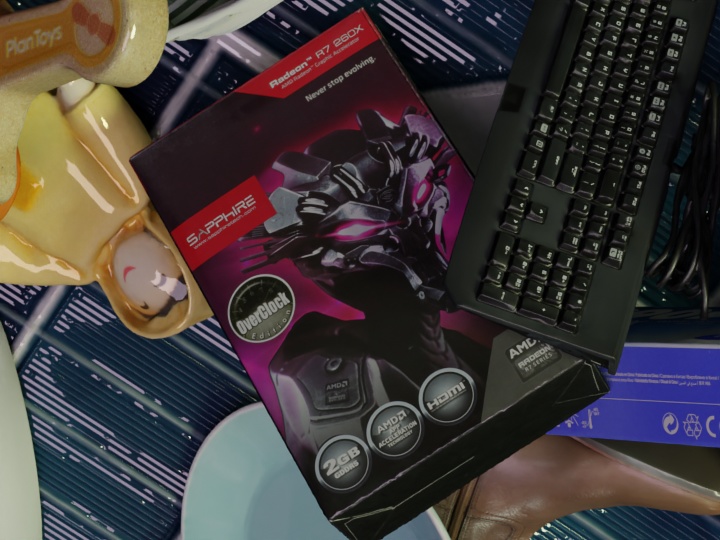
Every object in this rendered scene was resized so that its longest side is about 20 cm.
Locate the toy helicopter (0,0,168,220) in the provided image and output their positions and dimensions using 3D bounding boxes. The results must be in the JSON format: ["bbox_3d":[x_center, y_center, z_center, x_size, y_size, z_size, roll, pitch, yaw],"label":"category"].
[{"bbox_3d":[-0.143,-0.094,0.840,0.200,0.079,0.133,-9,79,46],"label":"toy helicopter"}]

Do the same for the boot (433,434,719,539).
[{"bbox_3d":[0.080,0.147,1.007,0.186,0.064,0.200,19,116,16],"label":"boot"}]

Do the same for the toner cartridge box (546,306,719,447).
[{"bbox_3d":[0.142,0.042,0.868,0.200,0.095,0.043,-1,98,53],"label":"toner cartridge box"}]

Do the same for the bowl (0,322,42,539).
[{"bbox_3d":[-0.269,0.099,1.049,0.199,0.075,0.200,-1,114,11],"label":"bowl"}]

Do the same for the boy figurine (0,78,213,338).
[{"bbox_3d":[-0.148,-0.037,0.964,0.200,0.064,0.124,41,114,-6],"label":"boy figurine"}]

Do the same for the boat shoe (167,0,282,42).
[{"bbox_3d":[-0.031,-0.143,0.847,0.074,0.067,0.200,51,136,1],"label":"boat shoe"}]

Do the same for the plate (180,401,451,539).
[{"bbox_3d":[-0.012,0.156,1.013,0.200,0.026,0.201,18,116,41],"label":"plate"}]

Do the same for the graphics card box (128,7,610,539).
[{"bbox_3d":[0.000,0.000,0.873,0.125,0.051,0.200,-32,63,3],"label":"graphics card box"}]

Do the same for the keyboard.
[{"bbox_3d":[0.108,-0.057,0.834,0.104,0.200,0.040,21,151,-4],"label":"keyboard"}]
